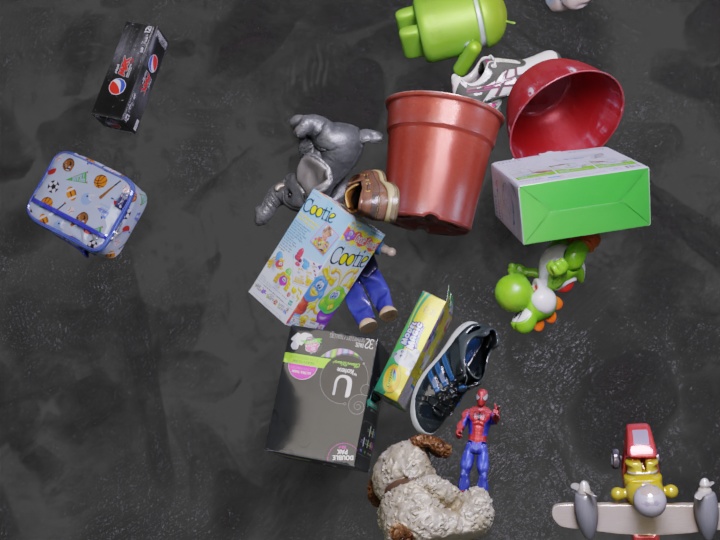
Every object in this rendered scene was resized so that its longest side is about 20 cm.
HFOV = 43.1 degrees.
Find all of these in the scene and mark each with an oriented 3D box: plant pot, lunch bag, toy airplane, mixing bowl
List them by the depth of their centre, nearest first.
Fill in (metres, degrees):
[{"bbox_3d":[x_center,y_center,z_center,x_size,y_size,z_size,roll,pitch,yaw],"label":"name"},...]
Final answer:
[{"bbox_3d":[0.405,0.345,1.301,0.200,0.141,0.199,-44,71,-5],"label":"toy airplane"},{"bbox_3d":[0.123,-0.167,1.494,0.200,0.201,0.196,8,82,13],"label":"plant pot"},{"bbox_3d":[0.317,-0.272,1.496,0.200,0.200,0.109,-25,50,2],"label":"mixing bowl"},{"bbox_3d":[-0.495,-0.115,1.651,0.200,0.076,0.161,26,82,18],"label":"lunch bag"}]

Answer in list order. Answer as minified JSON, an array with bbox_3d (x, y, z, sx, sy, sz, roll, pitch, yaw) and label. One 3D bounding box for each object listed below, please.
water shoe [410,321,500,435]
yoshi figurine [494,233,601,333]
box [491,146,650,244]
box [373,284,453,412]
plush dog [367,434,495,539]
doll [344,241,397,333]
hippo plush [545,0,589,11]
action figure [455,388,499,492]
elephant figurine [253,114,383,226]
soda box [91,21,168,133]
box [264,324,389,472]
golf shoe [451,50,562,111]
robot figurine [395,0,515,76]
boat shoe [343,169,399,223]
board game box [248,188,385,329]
[{"bbox_3d":[0.146,0.168,1.427,0.071,0.079,0.200,33,79,-23],"label":"water shoe"},{"bbox_3d":[0.286,0.001,1.452,0.112,0.112,0.200,31,83,25],"label":"yoshi figurine"},{"bbox_3d":[0.321,-0.123,1.416,0.199,0.177,0.097,-9,108,-4],"label":"box"},{"bbox_3d":[0.091,0.118,1.444,0.048,0.117,0.200,26,79,16],"label":"box"},{"bbox_3d":[0.072,0.337,1.353,0.200,0.160,0.172,-41,45,23],"label":"plush dog"},{"bbox_3d":[0.000,0.000,1.533,0.136,0.048,0.200,-30,64,11],"label":"doll"},{"bbox_3d":[0.395,-0.552,1.600,0.160,0.160,0.200,-23,27,-15],"label":"hippo plush"},{"bbox_3d":[0.176,0.275,1.393,0.065,0.099,0.201,4,72,12],"label":"action figure"},{"bbox_3d":[-0.077,-0.157,1.570,0.141,0.155,0.201,16,86,-29],"label":"elephant figurine"},{"bbox_3d":[-0.433,-0.364,1.720,0.071,0.063,0.201,13,76,15],"label":"soda box"},{"bbox_3d":[-0.048,0.205,1.440,0.148,0.124,0.201,8,76,13],"label":"box"},{"bbox_3d":[0.251,-0.333,1.556,0.200,0.088,0.077,-30,27,-1],"label":"golf shoe"},{"bbox_3d":[0.165,-0.435,1.599,0.199,0.116,0.176,-13,59,6],"label":"robot figurine"},{"bbox_3d":[0.006,-0.123,1.456,0.067,0.200,0.072,4,104,-15],"label":"boat shoe"},{"bbox_3d":[-0.071,-0.012,1.486,0.105,0.103,0.200,38,99,34],"label":"board game box"}]
